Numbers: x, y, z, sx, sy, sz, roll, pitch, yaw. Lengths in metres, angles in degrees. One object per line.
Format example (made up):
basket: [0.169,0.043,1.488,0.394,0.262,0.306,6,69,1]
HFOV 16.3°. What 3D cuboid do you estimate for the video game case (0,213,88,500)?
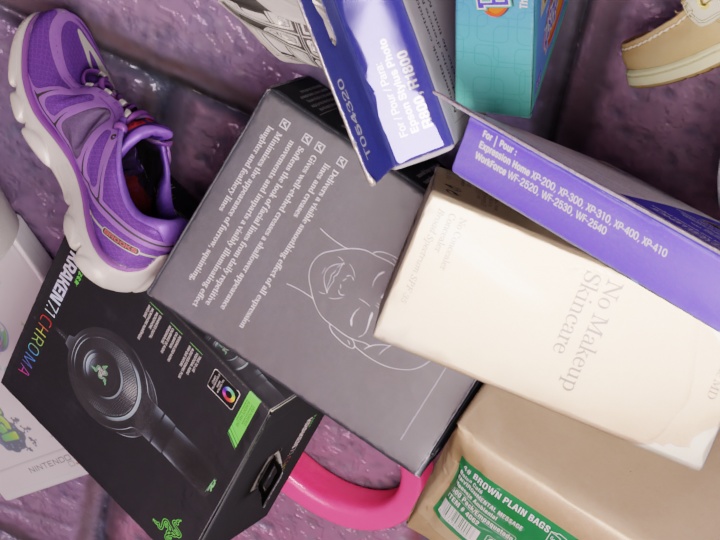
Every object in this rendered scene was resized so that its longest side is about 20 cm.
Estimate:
video game case: [-0.253,0.067,1.822,0.181,0.024,0.201,-20,111,40]

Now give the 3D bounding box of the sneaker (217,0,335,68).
sneaker: [-0.010,-0.148,1.485,0.200,0.076,0.088,38,154,2]

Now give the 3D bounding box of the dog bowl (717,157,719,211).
dog bowl: [0.298,-0.047,1.349,0.199,0.079,0.201,17,130,21]

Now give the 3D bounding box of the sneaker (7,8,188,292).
sneaker: [-0.153,-0.085,1.568,0.083,0.080,0.201,-42,63,34]

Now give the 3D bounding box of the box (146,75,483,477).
box: [0.000,0.000,1.514,0.199,0.107,0.149,34,104,6]

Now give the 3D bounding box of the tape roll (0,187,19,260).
tape roll: [-0.346,-0.040,1.674,0.202,0.203,0.140,-12,116,38]

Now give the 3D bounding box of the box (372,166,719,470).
box: [0.115,0.026,1.402,0.199,0.078,0.096,21,103,-1]

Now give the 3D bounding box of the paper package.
paper package: [0.160,0.121,1.486,0.199,0.191,0.104,33,134,8]

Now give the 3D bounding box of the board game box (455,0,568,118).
board game box: [0.084,-0.205,1.308,0.045,0.153,0.201,7,127,11]

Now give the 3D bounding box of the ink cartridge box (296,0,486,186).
ink cartridge box: [0.012,-0.161,1.332,0.043,0.200,0.198,-18,100,18]

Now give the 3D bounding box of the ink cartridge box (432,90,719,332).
ink cartridge box: [0.147,-0.017,1.290,0.198,0.200,0.044,32,98,32]

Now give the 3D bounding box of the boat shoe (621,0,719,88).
boat shoe: [0.213,-0.157,1.332,0.199,0.074,0.067,-25,95,40]

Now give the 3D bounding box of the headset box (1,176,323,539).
headset box: [-0.118,0.071,1.645,0.200,0.093,0.175,44,133,15]

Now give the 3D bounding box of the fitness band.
fitness band: [-0.036,0.094,1.698,0.200,0.037,0.144,40,135,1]
